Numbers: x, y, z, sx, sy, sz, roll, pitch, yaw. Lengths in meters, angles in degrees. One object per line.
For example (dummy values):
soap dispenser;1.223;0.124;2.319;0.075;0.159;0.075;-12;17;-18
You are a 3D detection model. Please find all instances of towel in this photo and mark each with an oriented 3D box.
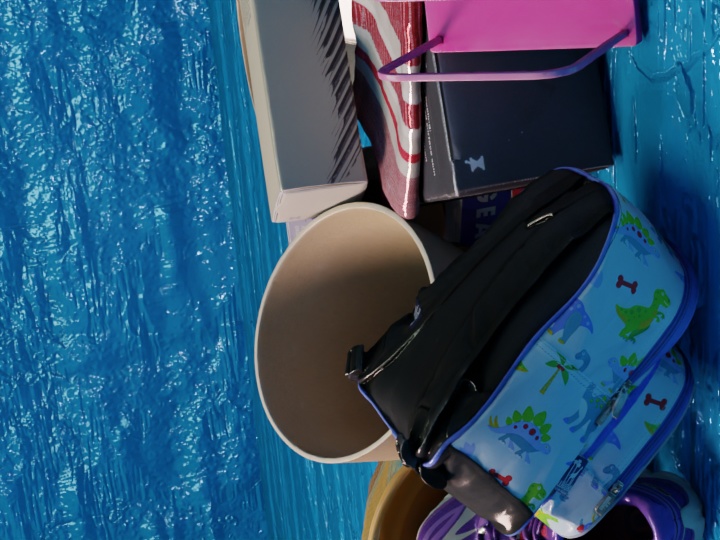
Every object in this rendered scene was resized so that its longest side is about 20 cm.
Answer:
towel;0.016;-0.156;1.299;0.145;0.023;0.201;-112;16;-48
towel;0.030;0.175;1.510;0.200;0.022;0.148;-80;10;-62

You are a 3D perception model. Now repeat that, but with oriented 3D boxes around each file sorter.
file sorter;0.076;-0.219;1.098;0.125;0.138;0.202;-37;-56;-59

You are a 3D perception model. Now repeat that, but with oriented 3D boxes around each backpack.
backpack;0.116;0.048;1.150;0.147;0.201;0.183;36;-175;-22

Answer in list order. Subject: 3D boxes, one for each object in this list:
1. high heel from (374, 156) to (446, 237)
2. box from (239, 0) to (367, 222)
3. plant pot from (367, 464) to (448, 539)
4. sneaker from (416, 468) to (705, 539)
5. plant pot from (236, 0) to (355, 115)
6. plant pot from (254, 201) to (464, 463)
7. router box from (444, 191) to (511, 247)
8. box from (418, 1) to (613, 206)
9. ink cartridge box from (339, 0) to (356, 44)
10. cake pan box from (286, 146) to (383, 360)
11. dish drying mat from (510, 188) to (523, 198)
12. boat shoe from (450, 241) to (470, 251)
high heel;0.030;-0.118;1.518;0.096;0.067;0.202;-148;52;-80
box;-0.045;-0.144;1.389;0.082;0.068;0.202;117;145;-74
plant pot;0.111;0.207;1.348;0.183;0.198;0.202;39;-141;-82
sneaker;0.118;0.165;1.201;0.083;0.198;0.082;3;-106;-61
plant pot;-0.045;-0.241;1.907;0.200;0.133;0.203;170;90;-80
plant pot;0.054;0.061;1.407;0.186;0.199;0.189;-13;71;42
router box;0.082;-0.118;1.551;0.201;0.048;0.180;90;166;-44
box;0.083;-0.153;1.313;0.200;0.116;0.199;177;83;-81
ink cartridge box;-0.004;-0.300;1.519;0.201;0.083;0.146;-65;-18;-44
cake pan box;0.000;0.000;1.542;0.184;0.052;0.202;-30;-66;-69
dish drying mat;0.130;0.003;1.379;0.201;0.018;0.077;-96;5;-59
boat shoe;0.087;0.064;1.548;0.070;0.070;0.202;36;145;59
